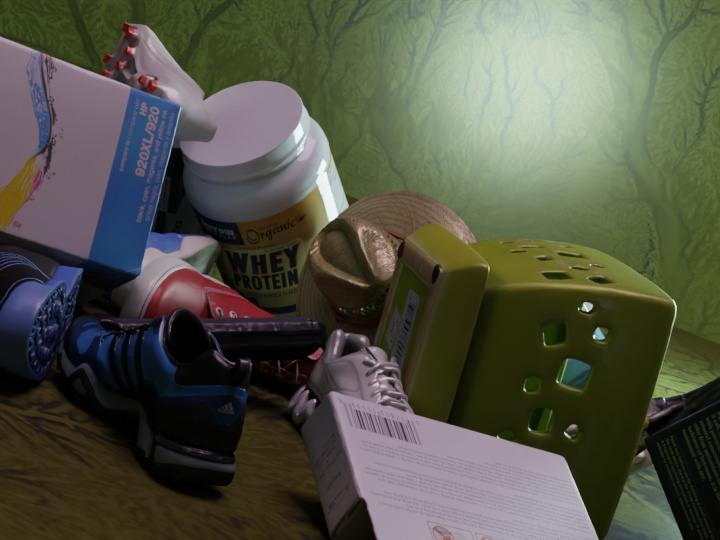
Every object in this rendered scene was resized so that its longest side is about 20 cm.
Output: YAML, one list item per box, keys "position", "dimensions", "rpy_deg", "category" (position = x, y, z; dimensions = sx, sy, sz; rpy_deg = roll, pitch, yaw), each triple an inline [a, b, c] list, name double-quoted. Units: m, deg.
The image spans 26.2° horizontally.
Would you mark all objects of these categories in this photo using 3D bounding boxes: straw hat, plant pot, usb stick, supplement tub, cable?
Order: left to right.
- position: [-0.112, 0.051, 1.138]
  dimensions: [0.198, 0.033, 0.055]
  rpy_deg: [1, -18, -41]
  category: "usb stick"
- position: [-0.087, -0.065, 1.483]
  dimensions: [0.144, 0.144, 0.201]
  rpy_deg: [28, -31, 40]
  category: "supplement tub"
- position: [0.000, 0.000, 1.343]
  dimensions: [0.200, 0.202, 0.085]
  rpy_deg: [28, -8, 39]
  category: "straw hat"
- position: [0.111, 0.074, 1.221]
  dimensions: [0.179, 0.202, 0.199]
  rpy_deg: [15, 9, -13]
  category: "plant pot"
- position: [0.273, 0.137, 1.359]
  dimensions: [0.198, 0.051, 0.097]
  rpy_deg: [-13, -37, 11]
  category: "cable"

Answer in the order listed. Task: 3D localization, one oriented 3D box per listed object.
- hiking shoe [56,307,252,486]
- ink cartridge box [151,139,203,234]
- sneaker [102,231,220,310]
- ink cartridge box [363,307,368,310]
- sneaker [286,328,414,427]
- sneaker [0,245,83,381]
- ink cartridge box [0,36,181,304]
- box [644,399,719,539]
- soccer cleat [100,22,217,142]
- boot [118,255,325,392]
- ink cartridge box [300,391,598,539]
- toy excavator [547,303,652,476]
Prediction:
- position: [-0.125, 0.061, 0.980]
  dimensions: [0.074, 0.088, 0.199]
  rpy_deg: [16, 9, -41]
  category: "hiking shoe"
- position: [-0.222, -0.081, 1.499]
  dimensions: [0.083, 0.147, 0.199]
  rpy_deg: [27, 9, 31]
  category: "ink cartridge box"
- position: [-0.203, -0.019, 1.379]
  dimensions: [0.111, 0.077, 0.200]
  rpy_deg: [33, 15, 10]
  category: "sneaker"
- position: [0.051, 0.045, 1.651]
  dimensions: [0.103, 0.060, 0.199]
  rpy_deg: [20, -4, 43]
  category: "ink cartridge box"
- position: [0.006, 0.103, 1.120]
  dimensions: [0.075, 0.082, 0.200]
  rpy_deg: [21, 9, -28]
  category: "sneaker"
- position: [-0.235, 0.025, 1.027]
  dimensions: [0.077, 0.071, 0.200]
  rpy_deg: [13, 4, -5]
  category: "sneaker"
- position: [-0.266, -0.080, 1.187]
  dimensions: [0.198, 0.146, 0.147]
  rpy_deg: [19, -17, -24]
  category: "ink cartridge box"
- position: [0.378, 0.155, 1.291]
  dimensions: [0.199, 0.197, 0.124]
  rpy_deg: [13, 52, -54]
  category: "box"
- position: [-0.188, -0.169, 1.435]
  dimensions: [0.077, 0.070, 0.200]
  rpy_deg: [26, 16, -30]
  category: "soccer cleat"
- position: [-0.098, 0.052, 1.226]
  dimensions: [0.143, 0.073, 0.200]
  rpy_deg: [26, 4, 17]
  category: "boot"
- position: [0.070, 0.170, 0.965]
  dimensions: [0.198, 0.044, 0.175]
  rpy_deg: [18, 34, -30]
  category: "ink cartridge box"
- position: [0.209, 0.119, 1.448]
  dimensions: [0.201, 0.099, 0.194]
  rpy_deg: [61, 16, -1]
  category: "toy excavator"
